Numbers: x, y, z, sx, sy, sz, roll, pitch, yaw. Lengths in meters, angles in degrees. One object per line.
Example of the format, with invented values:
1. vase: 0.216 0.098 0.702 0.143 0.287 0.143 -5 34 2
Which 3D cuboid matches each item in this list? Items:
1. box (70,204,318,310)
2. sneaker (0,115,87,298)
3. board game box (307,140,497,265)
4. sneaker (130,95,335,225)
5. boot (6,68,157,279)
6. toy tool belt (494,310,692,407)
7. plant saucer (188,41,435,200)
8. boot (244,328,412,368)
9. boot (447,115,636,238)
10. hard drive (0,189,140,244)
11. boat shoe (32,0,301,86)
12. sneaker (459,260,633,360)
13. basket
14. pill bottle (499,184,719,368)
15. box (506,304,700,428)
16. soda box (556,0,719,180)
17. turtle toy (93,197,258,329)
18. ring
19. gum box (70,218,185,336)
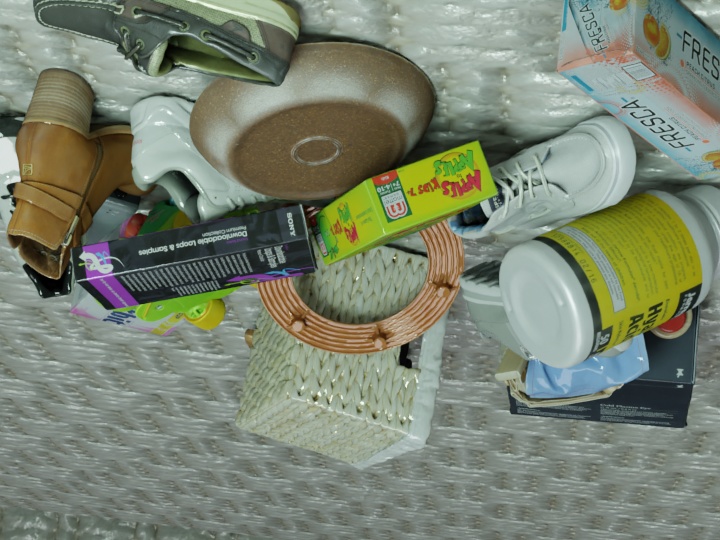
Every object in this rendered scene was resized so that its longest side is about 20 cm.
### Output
1. box: -0.140 -0.009 1.360 0.199 0.036 0.143 -9 169 -1
2. sneaker: -0.298 -0.056 1.435 0.074 0.080 0.200 -12 135 5
3. board game box: 0.030 -0.053 1.306 0.101 0.048 0.200 -20 179 -16
4. sneaker: -0.114 -0.076 1.356 0.200 0.100 0.078 16 159 -22
5. boot: -0.245 -0.064 1.356 0.074 0.155 0.200 0 159 23
6. toy tool belt: 0.229 0.070 1.512 0.200 0.125 0.123 -13 -171 8
7. plant saucer: -0.036 -0.109 1.249 0.200 0.037 0.201 -6 152 -3
8. boot: -0.040 0.088 1.879 0.200 0.069 0.188 13 169 8
9. boot: 0.143 -0.066 1.284 0.095 0.074 0.200 -16 171 -23
10. hard drive: -0.332 -0.081 1.524 0.200 0.033 0.140 17 158 -24
11. boat shoe: -0.146 -0.175 1.142 0.200 0.066 0.072 8 161 0
12. sneaker: 0.176 0.048 1.423 0.075 0.082 0.200 -26 -153 -28
13. basket: -0.017 0.085 1.623 0.161 0.199 0.200 16 160 -16
14. pill bottle: 0.226 -0.003 1.314 0.200 0.111 0.111 -23 173 -25
15. box: 0.258 0.091 1.673 0.199 0.104 0.182 4 161 9
16. soda box: 0.221 -0.135 1.111 0.063 0.069 0.200 -9 154 40
17. turtle toy: -0.180 -0.014 1.517 0.200 0.101 0.146 -32 143 18
18. ring: 0.000 0.000 1.464 0.200 0.019 0.201 -2 122 -3
19. gum box: -0.235 0.010 1.689 0.113 0.066 0.200 17 159 -19
